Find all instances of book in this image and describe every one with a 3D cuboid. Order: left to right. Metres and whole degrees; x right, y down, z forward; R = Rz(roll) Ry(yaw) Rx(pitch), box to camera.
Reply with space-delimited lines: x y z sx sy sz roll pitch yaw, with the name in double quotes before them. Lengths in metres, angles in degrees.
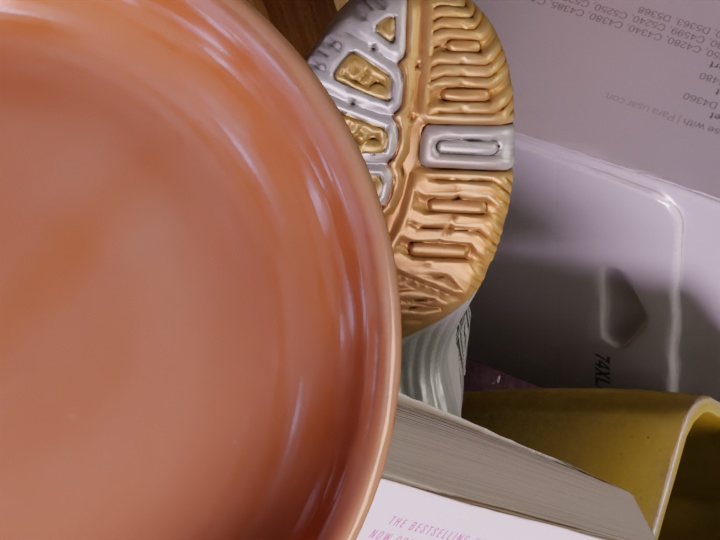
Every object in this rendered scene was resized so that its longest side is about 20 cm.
"book" -0.021 0.127 0.836 0.134 0.048 0.200 22 118 -34

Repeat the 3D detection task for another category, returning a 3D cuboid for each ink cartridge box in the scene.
"ink cartridge box" 0.112 -0.068 1.006 0.200 0.146 0.147 -59 159 -30

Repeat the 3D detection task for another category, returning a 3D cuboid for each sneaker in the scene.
"sneaker" 0.000 0.000 0.865 0.088 0.076 0.200 -94 -169 -65

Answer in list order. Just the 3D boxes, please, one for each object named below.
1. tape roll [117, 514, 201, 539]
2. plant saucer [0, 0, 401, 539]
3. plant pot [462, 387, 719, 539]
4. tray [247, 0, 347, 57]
"tape roll" -0.133 0.098 0.687 0.066 0.200 0.200 109 0 -79
"plant saucer" -0.091 0.017 0.646 0.037 0.200 0.200 116 -11 -84
"plant pot" 0.055 0.144 0.991 0.200 0.176 0.200 29 76 -55
"tray" -0.038 -0.046 0.874 0.200 0.037 0.099 71 40 -67
